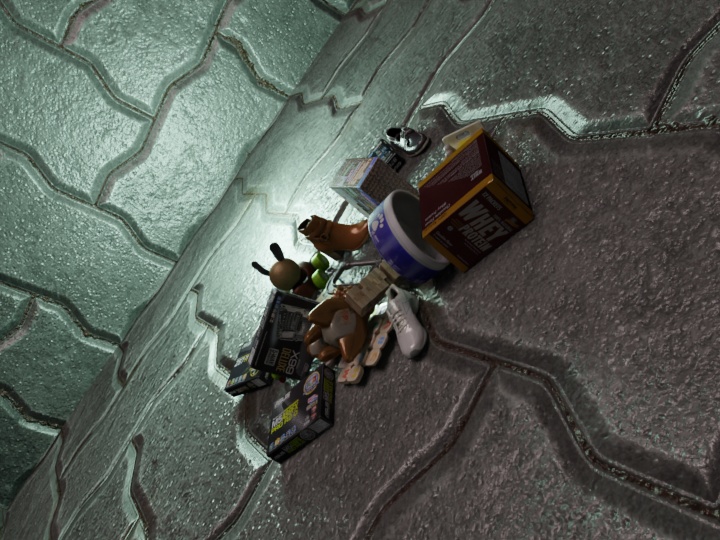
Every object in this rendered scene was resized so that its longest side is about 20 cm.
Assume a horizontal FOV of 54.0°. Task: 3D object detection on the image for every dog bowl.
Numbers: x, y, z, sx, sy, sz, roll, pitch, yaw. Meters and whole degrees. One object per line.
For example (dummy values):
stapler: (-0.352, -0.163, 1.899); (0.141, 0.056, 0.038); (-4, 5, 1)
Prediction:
dog bowl: (0.112, -0.075, 1.556); (0.079, 0.199, 0.202); (-39, 29, 30)

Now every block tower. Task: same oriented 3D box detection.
block tower: (0.050, 0.022, 1.606); (0.199, 0.058, 0.054); (-38, -19, -28)

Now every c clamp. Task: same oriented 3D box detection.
c clamp: (0.000, 0.000, 1.829); (0.197, 0.027, 0.173); (-10, 42, 41)

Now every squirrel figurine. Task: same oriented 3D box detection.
squirrel figurine: (-0.050, 0.131, 1.669); (0.201, 0.141, 0.187); (-51, -1, -29)

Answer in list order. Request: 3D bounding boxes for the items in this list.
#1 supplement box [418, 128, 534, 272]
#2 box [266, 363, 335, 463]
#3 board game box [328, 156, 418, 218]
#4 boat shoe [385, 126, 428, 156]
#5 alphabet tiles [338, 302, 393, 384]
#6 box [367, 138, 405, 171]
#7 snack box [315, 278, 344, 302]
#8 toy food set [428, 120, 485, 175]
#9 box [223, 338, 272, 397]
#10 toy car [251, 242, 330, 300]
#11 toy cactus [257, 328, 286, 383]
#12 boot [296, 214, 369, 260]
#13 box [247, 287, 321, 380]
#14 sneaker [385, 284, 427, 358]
supplement box: (0.238, -0.149, 1.504); (0.197, 0.132, 0.202); (-39, 29, 28)
box: (-0.141, 0.340, 1.677); (0.199, 0.044, 0.162); (-40, 30, 28)
board game box: (0.034, -0.218, 1.910); (0.098, 0.159, 0.199); (-58, 27, -9)
boat shoe: (0.130, -0.380, 2.046); (0.073, 0.062, 0.200); (-54, 26, -1)
alphabet tiles: (0.009, 0.167, 1.631); (0.195, 0.014, 0.203); (-18, 43, 62)
box: (0.037, -0.285, 2.113); (0.201, 0.046, 0.159); (-50, 26, 11)
snack box: (-0.064, 0.100, 1.838); (0.117, 0.037, 0.200); (-51, 26, 5)
toy food set: (0.226, -0.270, 1.752); (0.142, 0.060, 0.203); (-17, 45, 52)
box: (-0.303, 0.268, 2.038); (0.198, 0.049, 0.163); (-26, 35, 46)
toy car: (-0.209, 0.004, 2.014); (0.164, 0.199, 0.159); (-42, 28, 22)
toy cactus: (-0.198, 0.189, 1.836); (0.102, 0.164, 0.202); (36, 95, 44)
boot: (-0.070, -0.119, 1.973); (0.199, 0.154, 0.078); (-28, 35, 43)
box: (-0.179, 0.162, 1.771); (0.050, 0.155, 0.204); (27, 98, 65)
sneaker: (0.089, 0.108, 1.519); (0.070, 0.080, 0.202); (-41, 30, 20)
